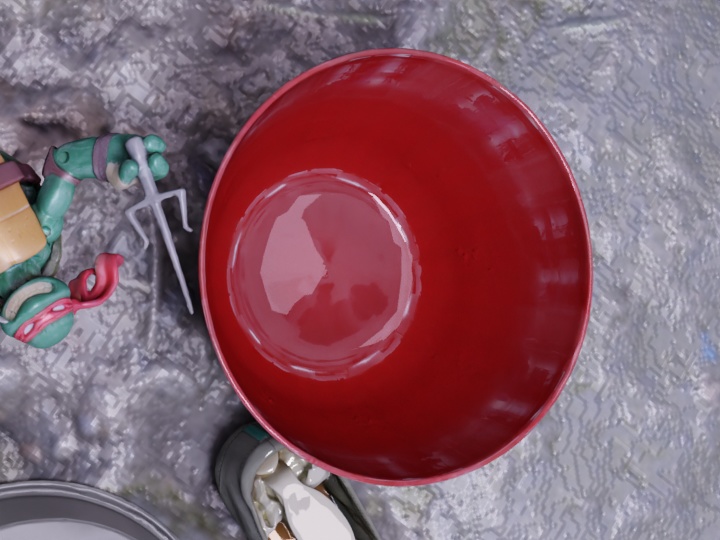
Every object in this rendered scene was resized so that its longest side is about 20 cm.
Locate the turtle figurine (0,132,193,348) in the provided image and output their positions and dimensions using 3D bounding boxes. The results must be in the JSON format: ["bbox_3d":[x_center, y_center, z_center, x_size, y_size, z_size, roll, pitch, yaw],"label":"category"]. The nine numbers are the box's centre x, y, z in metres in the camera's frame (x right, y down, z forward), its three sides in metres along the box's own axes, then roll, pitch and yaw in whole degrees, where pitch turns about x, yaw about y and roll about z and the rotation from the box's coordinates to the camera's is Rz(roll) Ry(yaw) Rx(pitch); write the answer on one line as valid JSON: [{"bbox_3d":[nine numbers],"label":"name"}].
[{"bbox_3d":[-0.174,-0.033,0.758,0.150,0.101,0.200,-34,87,-30],"label":"turtle figurine"}]

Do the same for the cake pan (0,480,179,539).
[{"bbox_3d":[-0.151,0.200,0.793,0.199,0.037,0.201,1,88,-22],"label":"cake pan"}]

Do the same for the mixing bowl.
[{"bbox_3d":[0.000,0.000,0.821,0.199,0.108,0.201,1,88,-24],"label":"mixing bowl"}]

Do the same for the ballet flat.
[{"bbox_3d":[-0.005,0.163,0.839,0.067,0.064,0.200,-36,102,-19],"label":"ballet flat"}]
